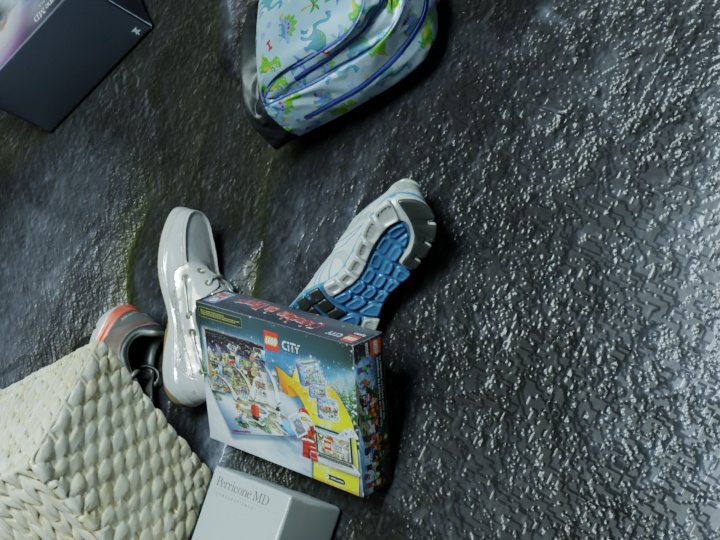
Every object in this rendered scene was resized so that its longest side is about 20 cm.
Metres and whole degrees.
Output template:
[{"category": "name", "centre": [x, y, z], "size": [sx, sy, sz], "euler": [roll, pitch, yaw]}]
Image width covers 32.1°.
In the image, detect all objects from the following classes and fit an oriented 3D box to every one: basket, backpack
[{"category": "basket", "centre": [-0.260, 0.206, 1.119], "size": [0.160, 0.199, 0.200], "euler": [-28, 21, 21]}, {"category": "backpack", "centre": [-0.020, -0.228, 1.179], "size": [0.198, 0.154, 0.164], "euler": [-10, 60, 23]}]

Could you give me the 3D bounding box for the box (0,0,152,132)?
[{"category": "box", "centre": [-0.377, -0.316, 1.508], "size": [0.200, 0.123, 0.199], "euler": [-40, 53, 21]}]

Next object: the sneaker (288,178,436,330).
[{"category": "sneaker", "centre": [0.000, 0.000, 1.119], "size": [0.200, 0.075, 0.087], "euler": [-48, 16, 23]}]

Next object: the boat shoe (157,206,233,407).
[{"category": "boat shoe", "centre": [-0.151, 0.030, 1.223], "size": [0.069, 0.071, 0.202], "euler": [-15, 73, 33]}]

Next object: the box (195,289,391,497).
[{"category": "box", "centre": [-0.061, 0.103, 1.093], "size": [0.199, 0.038, 0.138], "euler": [13, 114, 42]}]

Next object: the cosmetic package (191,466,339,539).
[{"category": "cosmetic package", "centre": [-0.102, 0.283, 1.078], "size": [0.101, 0.071, 0.202], "euler": [11, 80, 42]}]

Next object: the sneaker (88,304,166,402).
[{"category": "sneaker", "centre": [-0.252, 0.134, 1.261], "size": [0.081, 0.077, 0.201], "euler": [15, 83, 35]}]
